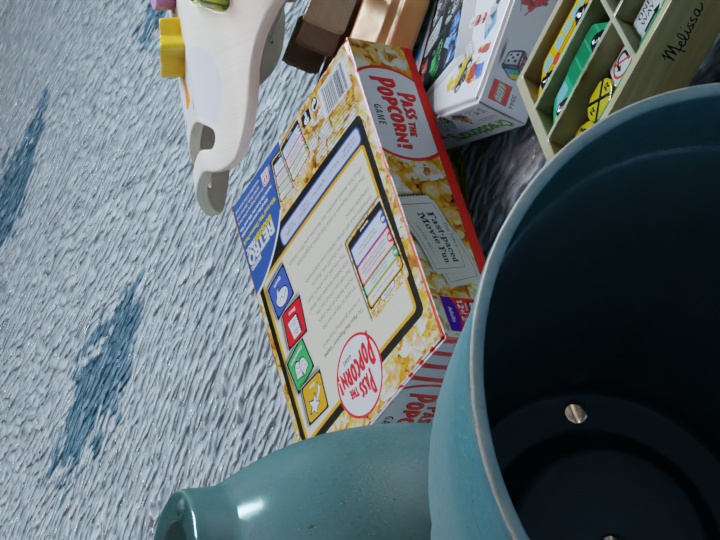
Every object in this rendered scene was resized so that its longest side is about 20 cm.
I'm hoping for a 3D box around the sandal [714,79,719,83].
[{"bbox_3d":[0.163,-0.073,0.817,0.082,0.054,0.202,-31,43,60],"label":"sandal"}]

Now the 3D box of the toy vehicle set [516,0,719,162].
[{"bbox_3d":[0.133,-0.137,0.875,0.125,0.026,0.201,-103,36,-61],"label":"toy vehicle set"}]

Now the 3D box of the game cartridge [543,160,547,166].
[{"bbox_3d":[0.091,0.041,0.925,0.133,0.041,0.202,9,79,66],"label":"game cartridge"}]

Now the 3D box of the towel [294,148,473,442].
[{"bbox_3d":[0.011,0.025,1.174,0.201,0.018,0.086,-57,18,33],"label":"towel"}]

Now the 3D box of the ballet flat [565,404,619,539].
[{"bbox_3d":[0.102,0.091,0.796,0.071,0.065,0.202,119,150,-58],"label":"ballet flat"}]

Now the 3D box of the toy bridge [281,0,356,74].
[{"bbox_3d":[-0.018,-0.166,1.229,0.200,0.027,0.068,160,131,-83],"label":"toy bridge"}]

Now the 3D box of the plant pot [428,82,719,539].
[{"bbox_3d":[0.108,0.073,0.656,0.188,0.198,0.202,117,164,-64],"label":"plant pot"}]

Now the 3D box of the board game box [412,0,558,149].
[{"bbox_3d":[0.081,-0.168,1.124,0.126,0.034,0.202,-11,57,67],"label":"board game box"}]

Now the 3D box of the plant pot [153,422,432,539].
[{"bbox_3d":[-0.019,0.155,0.826,0.200,0.133,0.203,-173,90,-75],"label":"plant pot"}]

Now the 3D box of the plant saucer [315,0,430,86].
[{"bbox_3d":[0.002,-0.133,1.243,0.200,0.037,0.202,-159,90,-83],"label":"plant saucer"}]

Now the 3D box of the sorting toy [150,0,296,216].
[{"bbox_3d":[-0.085,-0.135,1.265,0.200,0.106,0.182,126,146,-71],"label":"sorting toy"}]

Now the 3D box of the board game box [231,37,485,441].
[{"bbox_3d":[0.000,0.000,1.096,0.152,0.046,0.201,-52,44,42],"label":"board game box"}]
